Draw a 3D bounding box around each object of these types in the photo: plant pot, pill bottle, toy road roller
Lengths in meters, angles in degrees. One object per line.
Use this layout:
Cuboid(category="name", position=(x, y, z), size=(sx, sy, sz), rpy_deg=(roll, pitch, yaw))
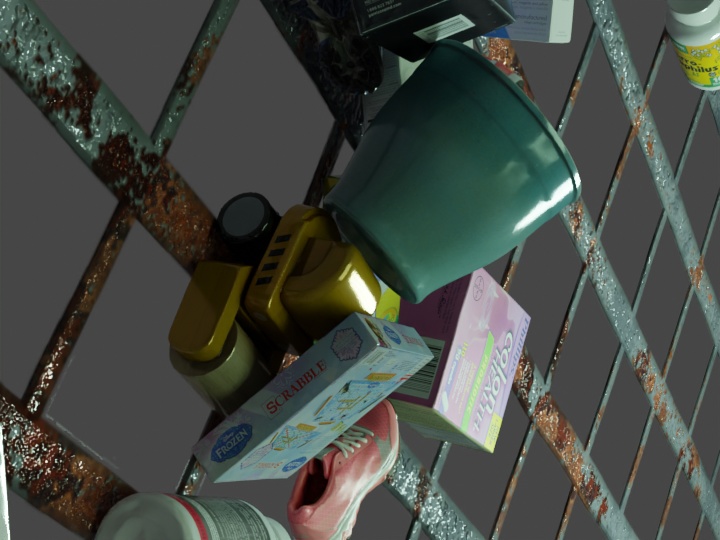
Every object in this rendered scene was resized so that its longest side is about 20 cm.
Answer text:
Cuboid(category="plant pot", position=(0.073, -0.080, 1.427), size=(0.188, 0.200, 0.201), rpy_deg=(-42, 141, -9))
Cuboid(category="pill bottle", position=(0.545, -0.383, 2.396), size=(0.200, 0.111, 0.114), rpy_deg=(49, 57, -55))
Cuboid(category="pill bottle", position=(-0.142, 0.260, 1.367), size=(0.199, 0.109, 0.112), rpy_deg=(20, 82, -61))
Cuboid(category="toy road roller", position=(-0.071, 0.034, 1.386), size=(0.202, 0.144, 0.123), rpy_deg=(-66, 148, -23))

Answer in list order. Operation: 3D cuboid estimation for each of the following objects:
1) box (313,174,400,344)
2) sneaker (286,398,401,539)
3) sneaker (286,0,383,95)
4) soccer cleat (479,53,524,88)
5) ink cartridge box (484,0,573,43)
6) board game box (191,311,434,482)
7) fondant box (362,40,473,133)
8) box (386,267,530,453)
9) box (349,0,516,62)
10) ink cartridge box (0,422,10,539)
Cuboid(category="box", position=(0.000, 0.000, 1.608), size=(0.117, 0.048, 0.203), rpy_deg=(-12, 110, -58))
Cuboid(category="sneaker", position=(-0.017, 0.206, 1.614), size=(0.201, 0.073, 0.087), rpy_deg=(-61, 145, -30))
Cuboid(category="sneaker", position=(-0.026, -0.272, 1.462), size=(0.086, 0.076, 0.202), rpy_deg=(-74, 153, -46))
Cuboid(category="soccer cleat", position=(0.101, -0.178, 1.729), size=(0.199, 0.073, 0.069), rpy_deg=(-39, 159, -28))
Cuboid(category="ink cartridge box", position=(0.190, -0.371, 1.759), size=(0.068, 0.114, 0.203), rpy_deg=(-13, 109, -59))
Cuboid(category="board game box", position=(-0.040, 0.123, 1.428), size=(0.199, 0.041, 0.200), rpy_deg=(-40, 164, 9))
Cuboid(category="fondant box", position=(0.066, -0.156, 1.595), size=(0.143, 0.058, 0.203), rpy_deg=(2, 82, -52))
Cuboid(category="box", position=(0.105, 0.097, 1.775), size=(0.200, 0.096, 0.178), rpy_deg=(42, 63, -58))
Cuboid(category="box", position=(0.048, -0.318, 1.402), size=(0.200, 0.122, 0.201), rpy_deg=(-3, 74, -75))
Cuboid(category="ink cartridge box", position=(-0.320, 0.201, 1.013), size=(0.125, 0.127, 0.203), rpy_deg=(-28, 124, -55))
